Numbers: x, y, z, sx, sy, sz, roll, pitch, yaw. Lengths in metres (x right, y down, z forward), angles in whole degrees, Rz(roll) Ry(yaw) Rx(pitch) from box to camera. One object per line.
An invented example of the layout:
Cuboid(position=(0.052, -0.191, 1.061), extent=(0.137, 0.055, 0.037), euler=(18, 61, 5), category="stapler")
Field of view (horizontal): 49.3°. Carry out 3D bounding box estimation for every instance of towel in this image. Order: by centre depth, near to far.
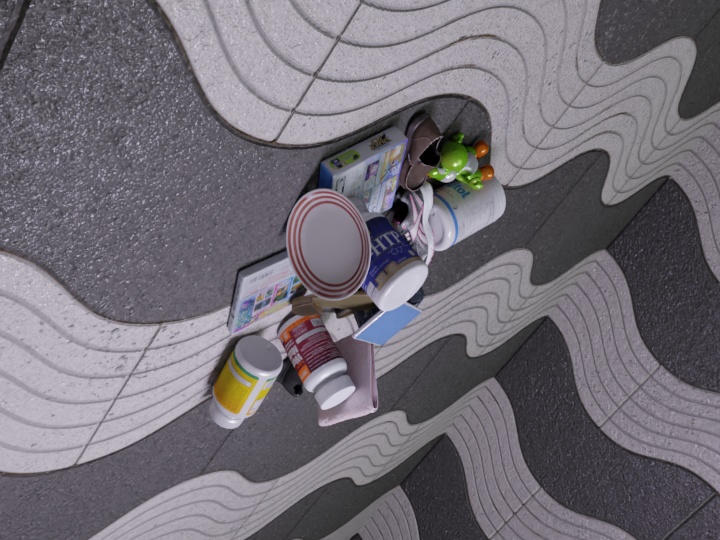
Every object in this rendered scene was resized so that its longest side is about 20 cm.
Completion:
Cuboid(position=(-0.031, 0.250, 1.820), extent=(0.032, 0.196, 0.198), euler=(16, 152, -35), category="towel")

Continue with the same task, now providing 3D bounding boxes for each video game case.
Cuboid(position=(-0.003, -0.163, 1.518), extent=(0.179, 0.046, 0.202), euler=(-29, 153, -27), category="video game case")
Cuboid(position=(-0.175, 0.032, 1.598), extent=(0.198, 0.024, 0.184), euler=(-27, 152, -36), category="video game case")

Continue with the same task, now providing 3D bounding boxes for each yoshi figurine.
Cuboid(position=(0.224, -0.237, 1.703), extent=(0.198, 0.112, 0.114), euler=(-12, 127, -46), category="yoshi figurine")

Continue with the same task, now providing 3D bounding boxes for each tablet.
Cuboid(position=(0.061, 0.113, 1.705), extent=(0.129, 0.014, 0.200), euler=(-40, 161, 9), category="tablet")

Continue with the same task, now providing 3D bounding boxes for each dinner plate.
Cuboid(position=(-0.056, -0.048, 1.432), extent=(0.024, 0.200, 0.202), euler=(-14, 144, -53), category="dinner plate")

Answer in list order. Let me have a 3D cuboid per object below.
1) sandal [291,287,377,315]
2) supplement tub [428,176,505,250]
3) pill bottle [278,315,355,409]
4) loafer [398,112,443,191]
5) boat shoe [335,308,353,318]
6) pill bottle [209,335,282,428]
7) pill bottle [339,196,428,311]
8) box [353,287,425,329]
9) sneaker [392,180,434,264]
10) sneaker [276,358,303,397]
Cuboid(position=(-0.046, 0.042, 1.654), extent=(0.206, 0.071, 0.078), euler=(-8, 152, 15), category="sandal")
Cuboid(position=(0.227, -0.142, 1.821), extent=(0.198, 0.132, 0.133), euler=(-29, 154, -32), category="supplement tub")
Cuboid(position=(-0.097, 0.201, 1.768), extent=(0.108, 0.202, 0.110), euler=(-27, 159, -11), category="pill bottle")
Cuboid(position=(0.121, -0.223, 1.587), extent=(0.072, 0.071, 0.202), euler=(-33, 155, -21), category="loafer")
Cuboid(position=(-0.002, 0.053, 1.859), extent=(0.071, 0.066, 0.199), euler=(-17, 166, -39), category="boat shoe")
Cuboid(position=(-0.257, 0.249, 1.719), extent=(0.112, 0.113, 0.202), euler=(-12, 142, -50), category="pill bottle")
Cuboid(position=(0.023, -0.036, 1.466), extent=(0.119, 0.201, 0.121), euler=(-33, 156, -17), category="pill bottle")
Cuboid(position=(0.062, 0.081, 1.798), extent=(0.155, 0.052, 0.200), euler=(-22, 171, -5), category="box")
Cuboid(position=(0.109, -0.100, 1.741), extent=(0.085, 0.080, 0.205), euler=(-15, 115, -24), category="sneaker")
Cuboid(position=(-0.133, 0.223, 1.905), extent=(0.075, 0.091, 0.202), euler=(-14, 142, -46), category="sneaker")
